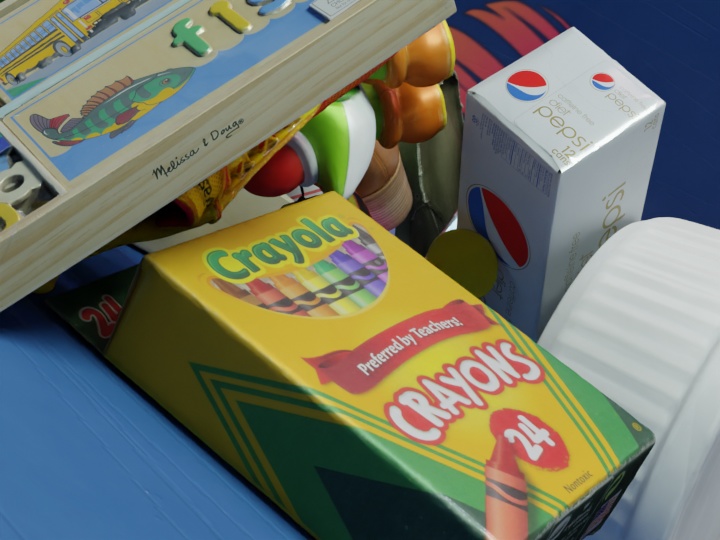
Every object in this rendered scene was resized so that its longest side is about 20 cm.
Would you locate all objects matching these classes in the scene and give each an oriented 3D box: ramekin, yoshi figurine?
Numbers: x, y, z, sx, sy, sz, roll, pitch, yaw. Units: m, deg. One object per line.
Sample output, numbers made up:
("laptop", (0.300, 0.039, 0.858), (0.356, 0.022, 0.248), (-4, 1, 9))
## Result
("ramekin", (0.140, 0.067, 0.792), (0.094, 0.203, 0.202), (27, 1, 23))
("yoshi figurine", (-0.066, -0.080, 0.744), (0.112, 0.199, 0.113), (-150, -137, -69))

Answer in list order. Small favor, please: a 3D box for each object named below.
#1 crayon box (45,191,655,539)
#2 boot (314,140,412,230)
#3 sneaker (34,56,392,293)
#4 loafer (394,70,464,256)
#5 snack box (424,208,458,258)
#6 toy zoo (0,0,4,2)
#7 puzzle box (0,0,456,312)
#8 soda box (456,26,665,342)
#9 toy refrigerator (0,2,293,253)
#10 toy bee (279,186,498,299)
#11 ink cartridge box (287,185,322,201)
("crayon box", (-0.003, 0.038, 0.623), (0.200, 0.051, 0.127), (37, 30, 19))
("boot", (-0.058, -0.112, 0.963), (0.200, 0.074, 0.155), (30, -15, 28))
("sneaker", (-0.056, -0.053, 0.648), (0.077, 0.200, 0.073), (52, -9, 37))
("loafer", (0.064, -0.067, 1.234), (0.069, 0.075, 0.201), (18, -47, 30))
("snack box", (0.113, 0.038, 1.141), (0.168, 0.068, 0.200), (36, -19, 3))
("toy zoo", (-0.125, -0.114, 0.855), (0.200, 0.021, 0.131), (32, -1, -12))
("puzzle box", (-0.082, -0.075, 0.598), (0.133, 0.200, 0.025), (40, -21, 45))
("soda box", (0.091, -0.018, 0.818), (0.064, 0.068, 0.200), (45, -25, 27))
("toy refrigerator", (-0.127, -0.064, 0.867), (0.200, 0.070, 0.076), (32, 6, -42))
("toy bee", (0.000, 0.000, 0.799), (0.130, 0.109, 0.200), (-7, -14, 2))
("ink cartridge box", (-0.035, -0.059, 1.098), (0.200, 0.117, 0.068), (-69, 143, -85))
